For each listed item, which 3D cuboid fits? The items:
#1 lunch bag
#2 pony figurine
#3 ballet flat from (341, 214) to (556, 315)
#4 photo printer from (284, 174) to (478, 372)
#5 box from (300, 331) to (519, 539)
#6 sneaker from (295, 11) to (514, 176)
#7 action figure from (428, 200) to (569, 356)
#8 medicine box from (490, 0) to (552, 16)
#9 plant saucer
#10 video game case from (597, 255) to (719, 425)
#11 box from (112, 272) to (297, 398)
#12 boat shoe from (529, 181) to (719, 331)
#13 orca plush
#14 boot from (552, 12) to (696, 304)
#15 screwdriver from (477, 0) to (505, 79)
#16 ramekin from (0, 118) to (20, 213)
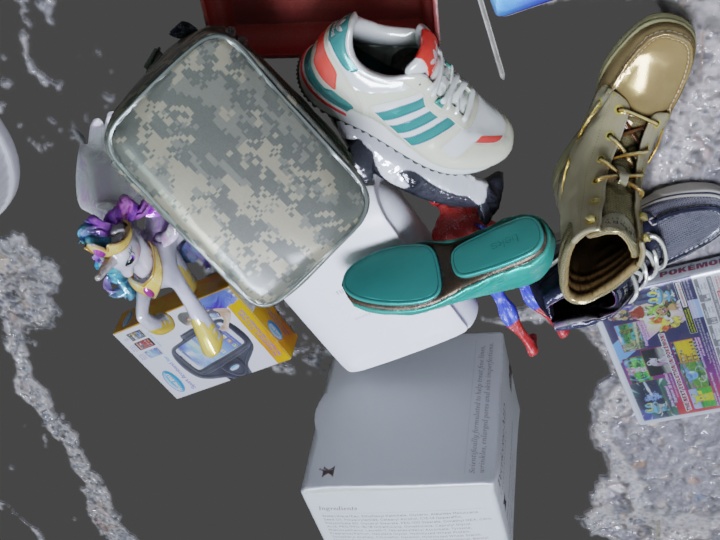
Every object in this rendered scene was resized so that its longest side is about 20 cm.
[{"bbox_3d":[-0.100,-0.095,0.773,0.139,0.168,0.200,-44,108,3],"label":"lunch bag"},{"bbox_3d":[-0.183,-0.039,0.898,0.163,0.196,0.201,-3,150,19],"label":"pony figurine"},{"bbox_3d":[0.082,0.006,0.862,0.197,0.069,0.070,-16,149,19],"label":"ballet flat"},{"bbox_3d":[0.000,0.000,0.950,0.164,0.070,0.201,-21,124,28],"label":"photo printer"},{"bbox_3d":[0.061,0.185,1.013,0.196,0.201,0.132,-5,131,17],"label":"box"},{"bbox_3d":[0.051,-0.142,0.765,0.197,0.072,0.093,22,154,-18],"label":"sneaker"},{"bbox_3d":[0.126,-0.007,0.931,0.065,0.052,0.200,-30,114,27],"label":"action figure"},{"bbox_3d":[0.143,-0.301,0.626,0.179,0.104,0.202,-13,127,23],"label":"medicine box"},{"bbox_3d":[-0.039,-0.264,0.745,0.195,0.037,0.202,1,132,12],"label":"plant saucer"},{"bbox_3d":[0.343,0.072,0.970,0.179,0.023,0.201,-14,128,24],"label":"video game case"},{"bbox_3d":[-0.183,0.076,1.082,0.197,0.042,0.120,-23,123,26],"label":"box"},{"bbox_3d":[0.244,-0.006,0.853,0.197,0.093,0.075,-22,121,14],"label":"boat shoe"},{"bbox_3d":[0.040,-0.118,0.860,0.197,0.107,0.071,20,179,-19],"label":"orca plush"},{"bbox_3d":[0.210,-0.086,0.766,0.072,0.157,0.202,20,133,-6],"label":"boot"},{"bbox_3d":[0.093,-0.225,0.747,0.029,0.028,0.201,-31,137,5],"label":"screwdriver"},{"bbox_3d":[-0.447,-0.101,0.944,0.198,0.095,0.205,6,133,7],"label":"ramekin"}]
